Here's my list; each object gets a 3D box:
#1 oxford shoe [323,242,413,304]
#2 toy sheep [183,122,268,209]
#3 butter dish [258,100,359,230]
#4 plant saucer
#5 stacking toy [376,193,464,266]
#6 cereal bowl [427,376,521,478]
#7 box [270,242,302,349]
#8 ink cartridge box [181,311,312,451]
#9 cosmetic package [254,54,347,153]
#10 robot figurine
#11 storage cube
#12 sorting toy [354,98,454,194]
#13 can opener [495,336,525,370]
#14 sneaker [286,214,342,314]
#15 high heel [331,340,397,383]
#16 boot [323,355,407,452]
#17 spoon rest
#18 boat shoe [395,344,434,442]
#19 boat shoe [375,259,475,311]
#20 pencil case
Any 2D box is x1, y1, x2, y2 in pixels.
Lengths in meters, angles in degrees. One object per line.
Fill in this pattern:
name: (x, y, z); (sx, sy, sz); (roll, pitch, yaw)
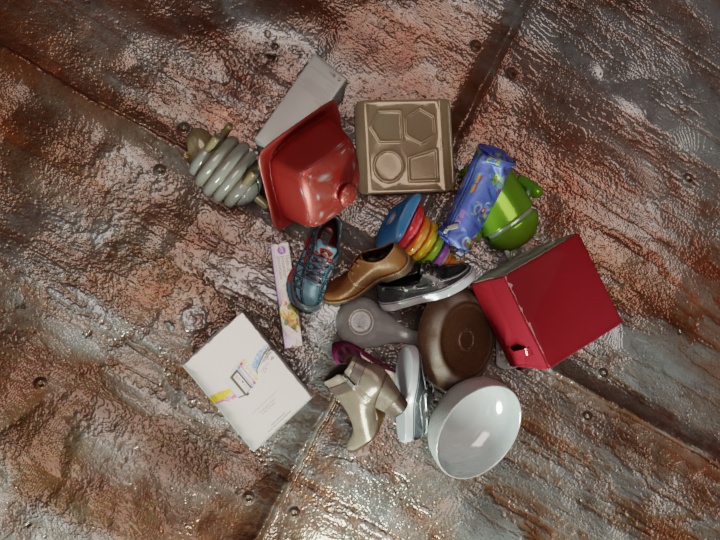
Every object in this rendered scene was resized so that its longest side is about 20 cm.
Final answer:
oxford shoe: (0.000, 0.000, 1.342); (0.197, 0.072, 0.071); (-28, 129, 20)
toy sheep: (-0.247, -0.188, 1.324); (0.200, 0.138, 0.138); (45, 82, -8)
butter dish: (-0.066, -0.166, 1.281); (0.147, 0.202, 0.199); (34, 60, 30)
plant saucer: (0.197, 0.133, 1.365); (0.196, 0.036, 0.206); (-1, 91, -34)
stacking toy: (0.137, -0.047, 1.388); (0.198, 0.109, 0.118); (34, 67, -16)
cereal bowl: (0.209, 0.292, 1.356); (0.196, 0.083, 0.205); (-11, 115, -24)
box: (-0.144, 0.049, 1.366); (0.038, 0.041, 0.206); (-8, 86, -8)
ink cartridge box: (-0.206, 0.197, 1.294); (0.144, 0.147, 0.201); (-40, 92, -8)
cosmetic package: (-0.114, -0.297, 1.359); (0.084, 0.108, 0.202); (36, 82, -2)
robot figurine: (0.275, -0.129, 1.393); (0.174, 0.116, 0.202); (-34, 91, -2)
storage cube: (0.341, 0.059, 1.310); (0.197, 0.171, 0.183); (-28, 91, -13)
sorting toy: (0.088, -0.249, 1.421); (0.194, 0.036, 0.191); (-3, 87, -3)
can opener: (0.299, 0.100, 1.419); (0.052, 0.066, 0.206); (-6, 85, 36)
sneaker: (-0.083, -0.020, 1.326); (0.078, 0.096, 0.204); (20, 66, -12)
high heel: (0.026, 0.205, 1.383); (0.198, 0.096, 0.068); (30, 93, -24)
boot: (-0.010, 0.244, 1.312); (0.145, 0.071, 0.200); (38, 120, -10)
spoon rest: (0.046, 0.116, 1.385); (0.195, 0.061, 0.102); (15, 83, 8)
boat shoe: (0.107, 0.231, 1.329); (0.066, 0.072, 0.205); (-7, 110, -18)
boat shoe: (0.121, 0.016, 1.346); (0.195, 0.070, 0.067); (-16, 118, 13)
pencil case: (0.211, -0.133, 1.305); (0.078, 0.086, 0.203); (37, 110, 33)
